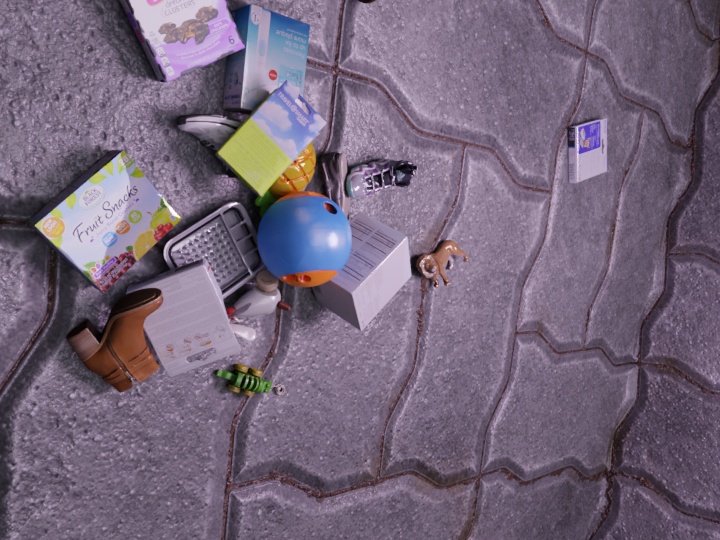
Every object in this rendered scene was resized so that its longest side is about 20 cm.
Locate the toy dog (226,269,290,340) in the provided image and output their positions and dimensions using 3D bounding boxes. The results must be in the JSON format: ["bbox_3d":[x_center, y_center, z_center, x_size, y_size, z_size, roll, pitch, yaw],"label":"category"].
[{"bbox_3d":[-0.228,0.094,1.262,0.200,0.096,0.132,-50,156,-19],"label":"toy dog"}]

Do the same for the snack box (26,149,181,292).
[{"bbox_3d":[-0.459,-0.091,1.077,0.200,0.067,0.169,-49,126,-23],"label":"snack box"}]

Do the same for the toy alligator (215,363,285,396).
[{"bbox_3d":[-0.236,0.259,1.349,0.199,0.054,0.060,27,82,-41],"label":"toy alligator"}]

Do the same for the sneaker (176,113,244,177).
[{"bbox_3d":[-0.276,-0.248,1.196,0.199,0.075,0.116,0,97,-43],"label":"sneaker"}]

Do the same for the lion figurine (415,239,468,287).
[{"bbox_3d":[0.232,-0.034,1.693,0.200,0.072,0.123,-50,120,-39],"label":"lion figurine"}]

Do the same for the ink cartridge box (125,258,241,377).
[{"bbox_3d":[-0.344,0.094,1.175,0.161,0.050,0.201,-20,114,-3],"label":"ink cartridge box"}]

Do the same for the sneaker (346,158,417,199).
[{"bbox_3d":[0.066,-0.227,1.430,0.200,0.139,0.078,-39,124,-43],"label":"sneaker"}]

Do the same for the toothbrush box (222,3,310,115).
[{"bbox_3d":[-0.195,-0.421,1.225,0.146,0.085,0.202,3,98,-40],"label":"toothbrush box"}]

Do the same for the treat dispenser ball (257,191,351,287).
[{"bbox_3d":[-0.117,-0.065,1.253,0.200,0.200,0.203,-10,105,-39],"label":"treat dispenser ball"}]

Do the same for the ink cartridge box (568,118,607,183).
[{"bbox_3d":[0.813,-0.430,2.116,0.199,0.043,0.200,-20,111,-34],"label":"ink cartridge box"}]

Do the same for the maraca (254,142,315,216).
[{"bbox_3d":[-0.164,-0.207,1.286,0.137,0.107,0.201,-1,120,-56],"label":"maraca"}]

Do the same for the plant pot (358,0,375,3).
[{"bbox_3d":[0.051,-0.717,1.316,0.198,0.200,0.201,-46,125,-14],"label":"plant pot"}]

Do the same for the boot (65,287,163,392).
[{"bbox_3d":[-0.424,0.135,1.114,0.199,0.077,0.156,-33,118,-5],"label":"boot"}]

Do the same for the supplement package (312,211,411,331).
[{"bbox_3d":[0.000,0.000,1.408,0.200,0.150,0.152,-45,148,-24],"label":"supplement package"}]

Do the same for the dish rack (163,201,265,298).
[{"bbox_3d":[-0.305,-0.032,1.238,0.200,0.043,0.173,-39,122,-29],"label":"dish rack"}]

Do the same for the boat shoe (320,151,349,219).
[{"bbox_3d":[-0.061,-0.183,1.418,0.067,0.056,0.202,-52,142,-67],"label":"boat shoe"}]

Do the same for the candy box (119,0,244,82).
[{"bbox_3d":[-0.333,-0.472,1.081,0.167,0.071,0.201,-31,118,-17],"label":"candy box"}]

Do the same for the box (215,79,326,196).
[{"bbox_3d":[-0.177,-0.262,1.178,0.122,0.048,0.200,44,82,-21],"label":"box"}]
